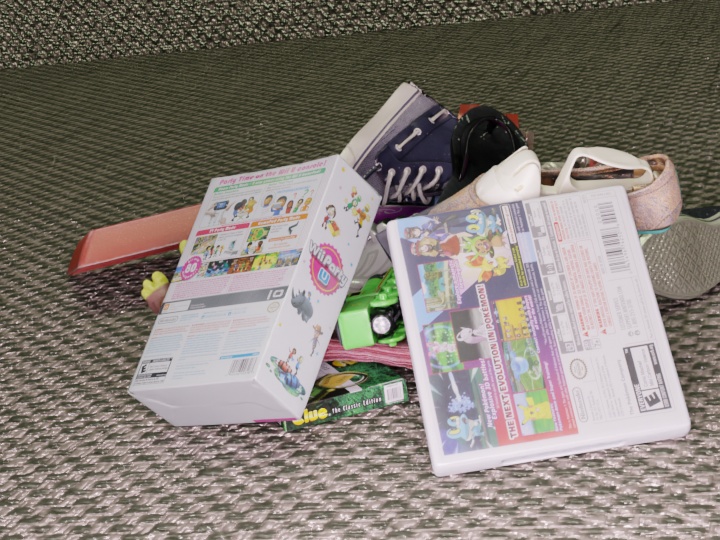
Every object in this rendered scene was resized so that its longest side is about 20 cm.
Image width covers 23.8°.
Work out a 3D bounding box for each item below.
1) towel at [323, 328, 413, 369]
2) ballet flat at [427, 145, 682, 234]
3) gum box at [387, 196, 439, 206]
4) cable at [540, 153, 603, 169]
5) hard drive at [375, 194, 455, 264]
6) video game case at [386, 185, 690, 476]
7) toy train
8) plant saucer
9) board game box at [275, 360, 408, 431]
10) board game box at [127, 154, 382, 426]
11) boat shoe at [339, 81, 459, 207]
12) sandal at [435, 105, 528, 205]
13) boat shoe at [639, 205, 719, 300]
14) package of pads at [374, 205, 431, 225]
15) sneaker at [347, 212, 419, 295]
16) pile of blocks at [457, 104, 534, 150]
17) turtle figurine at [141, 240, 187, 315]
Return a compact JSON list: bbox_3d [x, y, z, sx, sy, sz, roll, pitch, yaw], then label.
[{"bbox_3d":[0.043,0.050,1.423,0.143,0.023,0.199,5,11,30],"label":"towel"},{"bbox_3d":[0.147,-0.063,1.305,0.198,0.068,0.068,-6,38,-6],"label":"ballet flat"},{"bbox_3d":[0.116,-0.082,1.732,0.198,0.045,0.170,3,1,-15],"label":"gum box"},{"bbox_3d":[0.223,-0.087,1.596,0.097,0.051,0.199,-36,-14,28],"label":"cable"},{"bbox_3d":[0.113,0.010,1.309,0.134,0.043,0.200,-27,43,-18],"label":"hard drive"},{"bbox_3d":[0.123,0.039,1.219,0.180,0.202,0.023,-9,-30,-3],"label":"video game case"},{"bbox_3d":[0.017,0.028,1.383,0.056,0.042,0.200,-11,8,10],"label":"toy train"},{"bbox_3d":[-0.210,-0.038,1.792,0.198,0.037,0.200,-15,1,-13],"label":"plant saucer"},{"bbox_3d":[-0.046,0.083,1.398,0.104,0.024,0.200,-11,15,-20],"label":"board game box"},{"bbox_3d":[-0.081,0.017,1.324,0.147,0.064,0.202,-7,54,42],"label":"board game box"},{"bbox_3d":[0.034,-0.089,1.564,0.092,0.075,0.200,32,54,7],"label":"boat shoe"},{"bbox_3d":[0.114,-0.092,1.521,0.075,0.048,0.201,19,40,-2],"label":"sandal"},{"bbox_3d":[0.285,-0.018,1.508,0.062,0.075,0.199,-2,10,40],"label":"boat shoe"},{"bbox_3d":[-0.020,-0.021,1.659,0.198,0.077,0.120,4,17,35],"label":"package of pads"},{"bbox_3d":[0.000,0.000,1.527,0.198,0.082,0.075,-16,1,13],"label":"sneaker"},{"bbox_3d":[0.104,-0.136,1.703,0.081,0.063,0.200,3,2,-20],"label":"pile of blocks"},{"bbox_3d":[-0.126,0.014,1.497,0.064,0.201,0.161,34,-3,-25],"label":"turtle figurine"}]
